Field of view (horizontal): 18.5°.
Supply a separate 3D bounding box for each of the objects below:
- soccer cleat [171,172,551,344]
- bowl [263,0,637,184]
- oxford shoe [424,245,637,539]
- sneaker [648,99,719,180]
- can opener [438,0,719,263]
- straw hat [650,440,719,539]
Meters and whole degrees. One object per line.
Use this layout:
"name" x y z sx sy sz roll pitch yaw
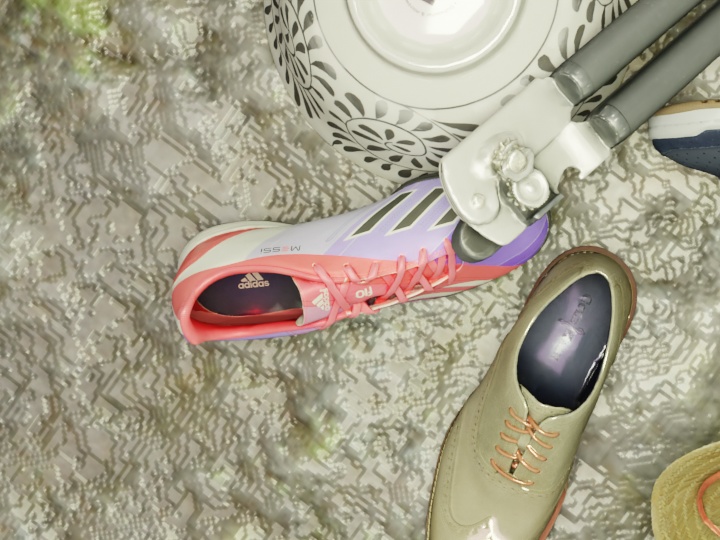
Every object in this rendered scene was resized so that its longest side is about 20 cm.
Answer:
"soccer cleat" 0.000 0.000 1.122 0.198 0.073 0.069 -10 115 9
"bowl" 0.042 -0.141 1.110 0.199 0.094 0.202 0 93 7
"oxford shoe" 0.080 0.081 1.121 0.070 0.074 0.201 21 94 6
"sneaker" 0.238 -0.023 1.100 0.198 0.070 0.109 8 91 4
"can opener" 0.114 -0.085 1.085 0.200 0.066 0.053 -41 93 -15
"straw hat" 0.249 0.123 1.091 0.200 0.202 0.085 28 52 6
